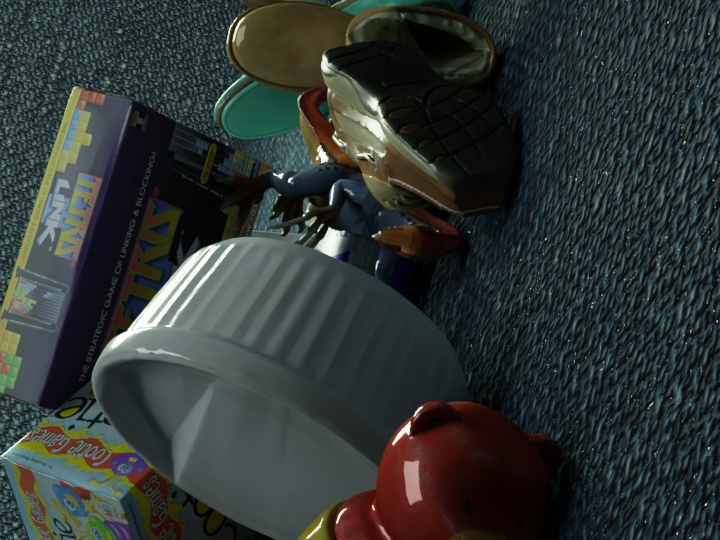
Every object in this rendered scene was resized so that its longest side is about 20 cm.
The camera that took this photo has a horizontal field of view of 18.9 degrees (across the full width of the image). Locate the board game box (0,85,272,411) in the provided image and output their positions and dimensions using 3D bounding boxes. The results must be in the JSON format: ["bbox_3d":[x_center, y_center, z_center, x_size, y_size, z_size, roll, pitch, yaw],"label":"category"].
[{"bbox_3d":[-0.148,0.000,1.401,0.165,0.057,0.201,22,-96,-59],"label":"board game box"}]

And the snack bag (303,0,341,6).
[{"bbox_3d":[-0.010,-0.200,1.737,0.200,0.021,0.189,49,-127,-54],"label":"snack bag"}]

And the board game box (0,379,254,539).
[{"bbox_3d":[-0.111,0.111,1.354,0.200,0.103,0.105,-43,-47,-38],"label":"board game box"}]

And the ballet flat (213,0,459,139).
[{"bbox_3d":[-0.022,-0.163,1.616,0.067,0.199,0.071,64,-179,-46],"label":"ballet flat"}]

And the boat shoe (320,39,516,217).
[{"bbox_3d":[0.035,-0.074,1.303,0.200,0.075,0.074,-129,36,-56],"label":"boat shoe"}]

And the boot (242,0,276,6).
[{"bbox_3d":[0.016,-0.271,1.466,0.066,0.199,0.176,50,-137,-45],"label":"boot"}]

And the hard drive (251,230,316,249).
[{"bbox_3d":[-0.096,0.036,1.508,0.027,0.199,0.132,-171,86,-73],"label":"hard drive"}]

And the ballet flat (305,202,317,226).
[{"bbox_3d":[-0.014,-0.022,1.645,0.200,0.063,0.069,-92,21,-67],"label":"ballet flat"}]

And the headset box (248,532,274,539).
[{"bbox_3d":[-0.138,0.186,1.536,0.200,0.093,0.175,-10,-65,-59],"label":"headset box"}]

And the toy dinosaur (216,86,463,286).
[{"bbox_3d":[-0.003,-0.049,1.376,0.181,0.105,0.201,-2,68,40],"label":"toy dinosaur"}]

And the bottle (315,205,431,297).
[{"bbox_3d":[0.000,0.000,1.479,0.083,0.065,0.201,-7,66,70],"label":"bottle"}]

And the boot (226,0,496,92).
[{"bbox_3d":[-0.004,-0.156,1.475,0.200,0.174,0.066,-149,64,-86],"label":"boot"}]

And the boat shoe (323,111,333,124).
[{"bbox_3d":[0.007,-0.089,1.622,0.200,0.074,0.062,-98,27,-57],"label":"boat shoe"}]

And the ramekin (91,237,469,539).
[{"bbox_3d":[-0.035,0.066,1.150,0.094,0.202,0.202,-63,3,-25],"label":"ramekin"}]

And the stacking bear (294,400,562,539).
[{"bbox_3d":[0.014,0.146,0.955,0.200,0.121,0.114,-59,20,23],"label":"stacking bear"}]
